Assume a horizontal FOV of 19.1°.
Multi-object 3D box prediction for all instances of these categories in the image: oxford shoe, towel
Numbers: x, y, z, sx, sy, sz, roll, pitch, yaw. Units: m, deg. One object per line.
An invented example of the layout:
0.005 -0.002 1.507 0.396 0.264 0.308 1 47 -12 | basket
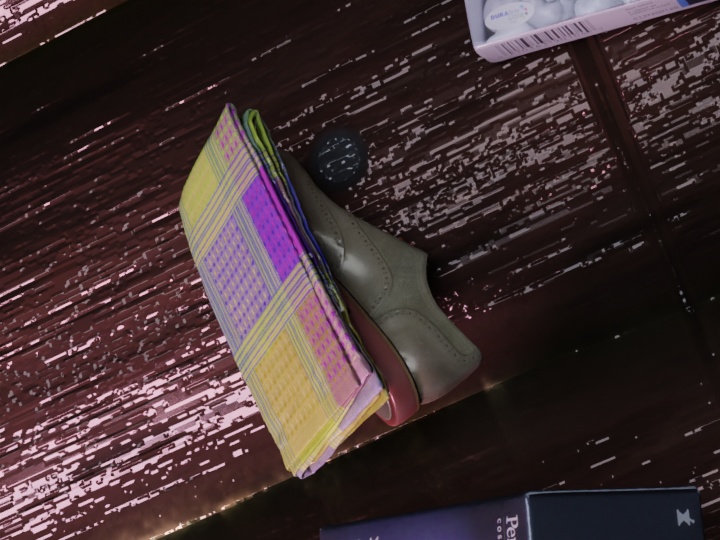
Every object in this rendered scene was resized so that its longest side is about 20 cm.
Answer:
0.000 0.000 1.284 0.075 0.070 0.200 -26 66 -15 | oxford shoe
-0.050 0.016 1.270 0.023 0.144 0.200 -17 70 -28 | towel

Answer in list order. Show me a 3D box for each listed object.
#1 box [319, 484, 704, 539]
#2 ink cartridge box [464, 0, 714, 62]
0.082 0.222 1.128 0.198 0.123 0.200 -19 72 54 | box
0.147 -0.244 1.263 0.198 0.043 0.200 -14 76 20 | ink cartridge box
